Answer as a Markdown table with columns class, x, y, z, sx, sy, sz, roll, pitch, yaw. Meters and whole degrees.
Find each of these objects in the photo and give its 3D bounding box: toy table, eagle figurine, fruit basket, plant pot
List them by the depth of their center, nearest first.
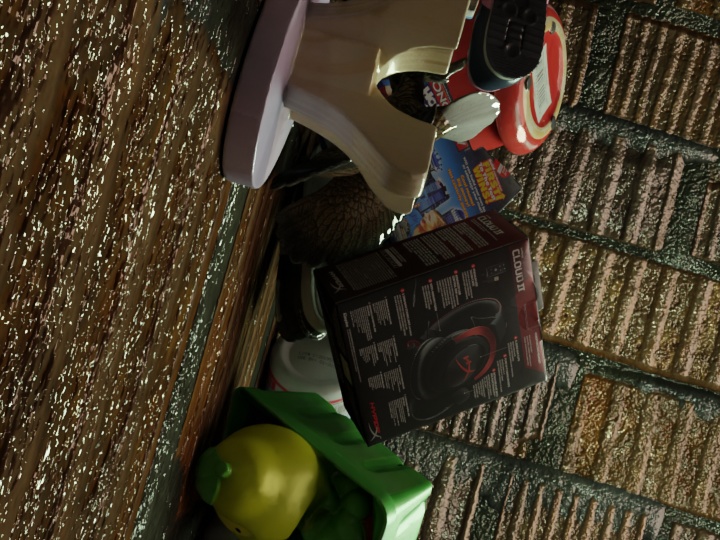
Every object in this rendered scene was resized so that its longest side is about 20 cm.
| class | x | y | z | sx | sy | sz | roll | pitch | yaw |
| --- | --- | --- | --- | --- | --- | --- | --- | --- | --- |
| toy table | -0.004 | -0.120 | 0.716 | 0.185 | 0.116 | 0.202 | 103 | 2 | -55 |
| eagle figurine | 0.009 | -0.104 | 0.957 | 0.150 | 0.151 | 0.202 | -8 | -129 | 48 |
| fruit basket | -0.064 | 0.195 | 0.968 | 0.216 | 0.213 | 0.157 | -71 | 176 | -65 |
| plant pot | 0.137 | -0.235 | 1.333 | 0.200 | 0.181 | 0.203 | -31 | 125 | -57 |

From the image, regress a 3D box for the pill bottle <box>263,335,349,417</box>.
| class | x | y | z | sx | sy | sz | roll | pitch | yaw |
| --- | --- | --- | --- | --- | --- | --- | --- | --- | --- |
| pill bottle | -0.066 | 0.170 | 1.346 | 0.109 | 0.107 | 0.201 | -73 | 178 | -50 |

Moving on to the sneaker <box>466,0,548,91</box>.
| class | x | y | z | sx | sy | sz | roll | pitch | yaw |
| --- | --- | --- | --- | --- | --- | --- | --- | --- | --- |
| sneaker | 0.135 | -0.253 | 1.006 | 0.202 | 0.070 | 0.082 | -70 | -166 | -15 |

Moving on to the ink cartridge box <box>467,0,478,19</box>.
| class | x | y | z | sx | sy | sz | roll | pitch | yaw |
| --- | --- | --- | --- | --- | --- | --- | --- | --- | --- |
| ink cartridge box | 0.063 | -0.311 | 1.040 | 0.200 | 0.124 | 0.130 | -69 | 175 | -79 |

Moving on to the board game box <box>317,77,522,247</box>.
| class | x | y | z | sx | sy | sz | roll | pitch | yaw |
| --- | --- | --- | --- | --- | --- | --- | --- | --- | --- |
| board game box | 0.062 | -0.092 | 1.106 | 0.199 | 0.202 | 0.061 | -25 | -174 | -41 |

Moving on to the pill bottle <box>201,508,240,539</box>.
| class | x | y | z | sx | sy | sz | roll | pitch | yaw |
| --- | --- | --- | --- | --- | --- | --- | --- | --- | --- |
| pill bottle | -0.093 | 0.254 | 1.118 | 0.201 | 0.112 | 0.114 | -71 | 177 | -53 |

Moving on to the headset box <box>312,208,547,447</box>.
| class | x | y | z | sx | sy | sz | roll | pitch | yaw |
| --- | --- | --- | --- | --- | --- | --- | --- | --- | --- |
| headset box | 0.073 | 0.046 | 1.001 | 0.075 | 0.198 | 0.150 | -129 | -157 | -60 |

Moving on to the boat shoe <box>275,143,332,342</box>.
| class | x | y | z | sx | sy | sz | roll | pitch | yaw |
| --- | --- | --- | --- | --- | --- | --- | --- | --- | --- |
| boat shoe | -0.046 | -0.027 | 1.074 | 0.060 | 0.074 | 0.202 | -21 | -123 | 35 |
